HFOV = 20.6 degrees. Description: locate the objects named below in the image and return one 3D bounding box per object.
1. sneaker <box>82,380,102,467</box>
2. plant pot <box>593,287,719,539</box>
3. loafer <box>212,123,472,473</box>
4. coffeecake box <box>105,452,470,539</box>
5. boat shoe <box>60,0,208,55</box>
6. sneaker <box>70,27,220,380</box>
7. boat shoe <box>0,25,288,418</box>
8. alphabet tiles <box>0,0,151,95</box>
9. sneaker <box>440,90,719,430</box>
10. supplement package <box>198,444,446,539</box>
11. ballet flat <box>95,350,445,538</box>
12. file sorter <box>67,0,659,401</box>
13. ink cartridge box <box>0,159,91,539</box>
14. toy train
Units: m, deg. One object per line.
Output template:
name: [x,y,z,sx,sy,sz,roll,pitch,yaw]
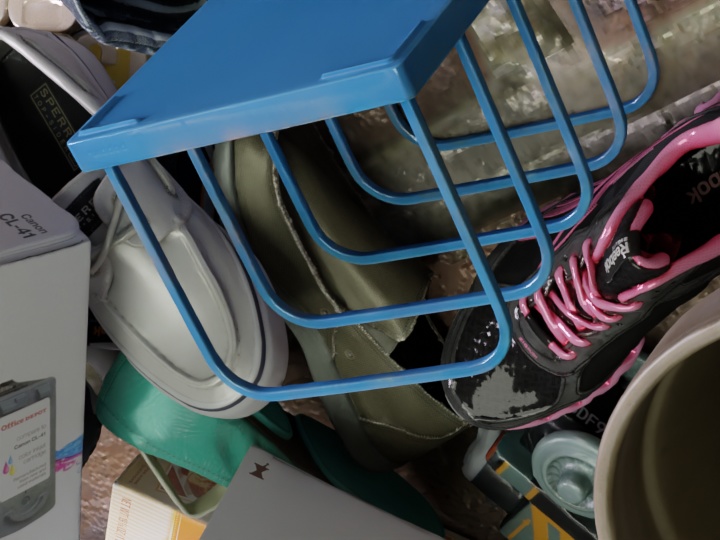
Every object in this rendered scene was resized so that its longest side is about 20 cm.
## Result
sneaker: [-0.193,0.052,0.941,0.087,0.075,0.200,39,173,-30]
plant pot: [0.208,0.053,0.729,0.199,0.174,0.201,14,126,20]
loafer: [0.000,0.000,0.879,0.069,0.075,0.200,-12,122,27]
coffeecake box: [-0.031,0.183,1.005,0.199,0.073,0.154,22,127,13]
boat shoe: [-0.127,-0.153,0.765,0.200,0.091,0.071,21,126,-39]
sneaker: [-0.102,-0.013,0.915,0.078,0.079,0.201,-1,117,29]
boat shoe: [-0.104,-0.024,0.820,0.072,0.066,0.200,-36,73,16]
alphabet tiles: [-0.182,-0.061,0.904,0.199,0.015,0.196,5,91,25]
sneaker: [0.100,-0.004,0.771,0.200,0.095,0.079,-42,83,22]
supplement package: [-0.043,0.193,0.876,0.113,0.110,0.200,25,136,4]
ballet flat: [-0.046,0.093,0.913,0.070,0.067,0.200,-42,124,13]
file sorter: [0.015,-0.059,0.746,0.138,0.200,0.123,-9,119,32]
ink cartridge box: [-0.187,0.051,0.832,0.147,0.085,0.201,33,130,41]
toy train: [0.135,0.120,0.875,0.200,0.085,0.114,39,139,1]
